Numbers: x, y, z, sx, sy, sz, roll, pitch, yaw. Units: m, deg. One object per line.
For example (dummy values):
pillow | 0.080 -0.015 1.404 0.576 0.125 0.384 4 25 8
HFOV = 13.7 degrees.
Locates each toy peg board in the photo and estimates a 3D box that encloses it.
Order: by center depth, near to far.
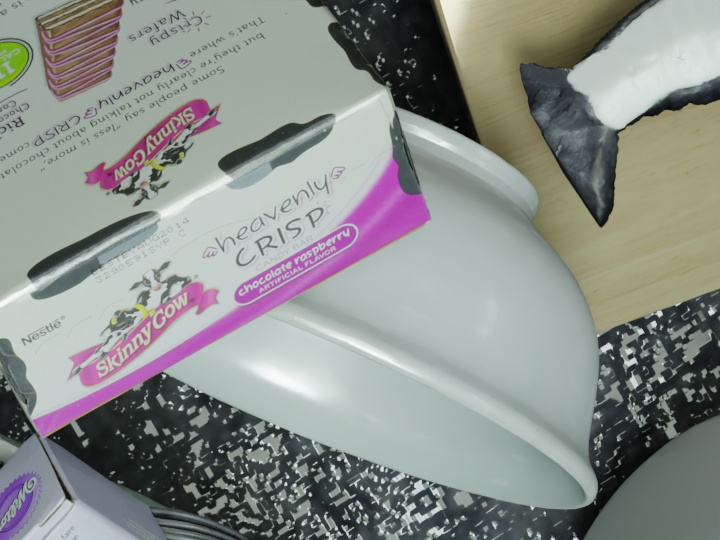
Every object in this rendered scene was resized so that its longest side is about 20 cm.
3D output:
toy peg board | 0.123 -0.110 1.066 0.199 0.098 0.200 -19 109 0

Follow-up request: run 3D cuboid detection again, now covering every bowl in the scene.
bowl | 0.000 0.000 0.991 0.200 0.201 0.091 25 79 -10

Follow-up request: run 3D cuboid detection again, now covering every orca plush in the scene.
orca plush | 0.158 -0.075 0.987 0.200 0.105 0.071 -38 140 2

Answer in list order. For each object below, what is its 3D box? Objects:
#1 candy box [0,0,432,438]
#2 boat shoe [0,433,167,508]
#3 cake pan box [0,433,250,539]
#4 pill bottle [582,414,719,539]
candy box | -0.083 -0.060 0.919 0.136 0.200 0.061 -28 136 -6
boat shoe | -0.114 0.090 1.029 0.199 0.076 0.061 28 83 2
cake pan box | -0.096 0.172 0.983 0.184 0.052 0.200 36 99 -35
pill bottle | 0.172 0.151 1.052 0.200 0.114 0.114 44 81 -17
